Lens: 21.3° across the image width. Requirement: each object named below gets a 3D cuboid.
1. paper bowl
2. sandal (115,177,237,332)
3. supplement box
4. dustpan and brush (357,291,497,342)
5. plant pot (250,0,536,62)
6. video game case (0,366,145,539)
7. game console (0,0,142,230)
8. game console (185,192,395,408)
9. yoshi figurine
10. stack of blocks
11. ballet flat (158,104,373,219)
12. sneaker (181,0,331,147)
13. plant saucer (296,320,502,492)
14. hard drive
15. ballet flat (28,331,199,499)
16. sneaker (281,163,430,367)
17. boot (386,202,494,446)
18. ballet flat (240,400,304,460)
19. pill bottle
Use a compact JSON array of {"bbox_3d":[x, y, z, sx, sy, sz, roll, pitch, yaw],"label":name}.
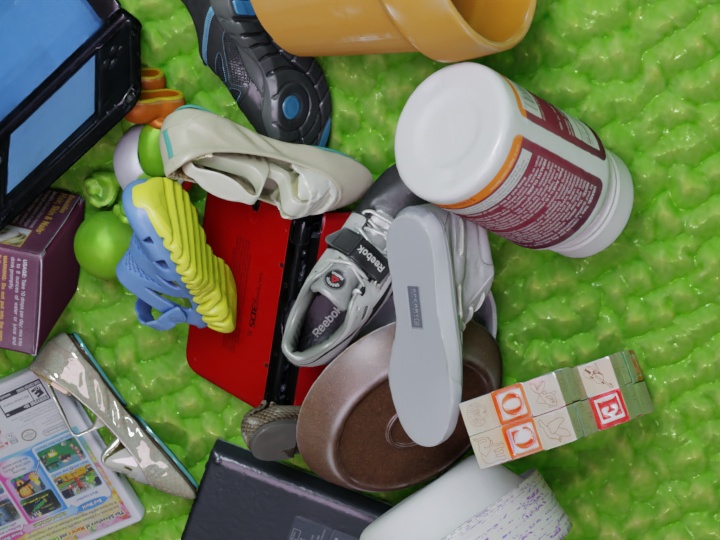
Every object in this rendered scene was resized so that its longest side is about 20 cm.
[{"bbox_3d":[0.079,0.239,1.697,0.200,0.200,0.105,-37,85,22],"label":"paper bowl"},{"bbox_3d":[-0.166,-0.004,1.606,0.086,0.080,0.201,-9,144,9],"label":"sandal"},{"bbox_3d":[-0.358,-0.015,1.694,0.198,0.131,0.104,11,117,5],"label":"supplement box"},{"bbox_3d":[0.071,0.013,1.662,0.138,0.057,0.201,14,105,-19],"label":"dustpan and brush"},{"bbox_3d":[0.014,-0.251,1.505,0.182,0.200,0.201,-11,113,31],"label":"plant pot"},{"bbox_3d":[-0.334,0.196,1.843,0.199,0.024,0.183,-23,108,17],"label":"video game case"},{"bbox_3d":[-0.290,-0.162,1.617,0.200,0.177,0.116,-39,124,24],"label":"game console"},{"bbox_3d":[-0.051,0.020,1.720,0.172,0.118,0.202,27,120,32],"label":"game console"},{"bbox_3d":[-0.204,-0.068,1.664,0.111,0.112,0.202,13,119,21],"label":"yoshi figurine"},{"bbox_3d":[0.170,0.116,1.623,0.114,0.200,0.059,-21,83,18],"label":"stack of blocks"},{"bbox_3d":[-0.076,-0.076,1.585,0.199,0.070,0.070,16,118,-26],"label":"ballet flat"},{"bbox_3d":[-0.087,-0.173,1.622,0.082,0.073,0.201,9,130,43],"label":"sneaker"},{"bbox_3d":[0.041,0.125,1.676,0.199,0.035,0.201,-16,133,-17],"label":"plant saucer"},{"bbox_3d":[-0.067,0.256,1.819,0.199,0.033,0.140,21,116,0],"label":"hard drive"},{"bbox_3d":[-0.232,0.146,1.777,0.062,0.067,0.200,-40,96,-11],"label":"ballet flat"},{"bbox_3d":[0.000,0.000,1.600,0.074,0.088,0.201,32,101,9],"label":"sneaker"},{"bbox_3d":[0.076,0.040,1.590,0.073,0.095,0.202,11,109,41],"label":"boot"},{"bbox_3d":[-0.022,0.142,1.714,0.199,0.046,0.068,4,124,-35],"label":"ballet flat"},{"bbox_3d":[0.128,-0.083,1.543,0.114,0.115,0.199,-41,142,23],"label":"pill bottle"}]
